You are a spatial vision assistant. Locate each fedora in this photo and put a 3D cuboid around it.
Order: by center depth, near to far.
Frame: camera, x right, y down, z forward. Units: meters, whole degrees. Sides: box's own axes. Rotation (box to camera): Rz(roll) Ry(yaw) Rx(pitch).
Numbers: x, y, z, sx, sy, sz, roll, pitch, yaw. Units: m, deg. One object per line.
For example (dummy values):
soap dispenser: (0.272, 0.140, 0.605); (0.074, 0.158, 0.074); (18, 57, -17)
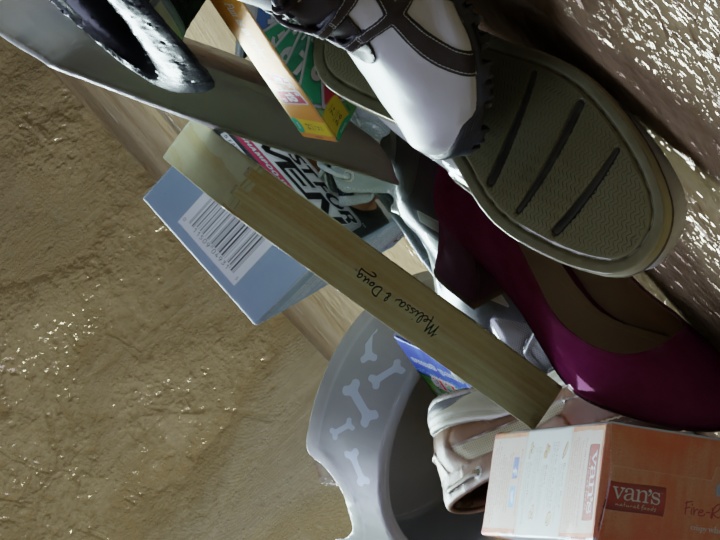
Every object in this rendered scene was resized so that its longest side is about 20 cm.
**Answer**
fedora: (-0.115, -0.172, 1.120); (0.200, 0.092, 0.201); (41, 172, 7)

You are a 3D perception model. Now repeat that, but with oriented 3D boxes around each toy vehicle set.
toy vehicle set: (0.000, 0.000, 1.266); (0.200, 0.027, 0.124); (36, -179, -21)

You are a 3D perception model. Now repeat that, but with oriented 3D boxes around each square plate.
square plate: (-0.095, -0.104, 1.337); (0.197, 0.029, 0.200); (17, -172, -25)

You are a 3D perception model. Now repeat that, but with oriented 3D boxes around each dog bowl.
dog bowl: (0.054, 0.102, 1.668); (0.059, 0.200, 0.200); (19, 156, 40)

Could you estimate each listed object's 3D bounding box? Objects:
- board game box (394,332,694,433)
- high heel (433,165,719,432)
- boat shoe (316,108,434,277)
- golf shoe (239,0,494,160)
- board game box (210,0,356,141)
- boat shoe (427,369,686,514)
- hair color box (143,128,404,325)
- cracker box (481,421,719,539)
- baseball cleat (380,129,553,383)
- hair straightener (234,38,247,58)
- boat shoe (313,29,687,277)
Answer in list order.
board game box: (0.139, 0.112, 1.568); (0.200, 0.041, 0.200); (23, 158, 42)
high heel: (0.113, 0.002, 1.244); (0.200, 0.067, 0.096); (28, 132, 28)
boat shoe: (0.015, -0.060, 1.431); (0.201, 0.071, 0.070); (49, 174, -6)
golf shoe: (-0.014, -0.117, 0.996); (0.078, 0.094, 0.201); (29, 149, 53)
board game box: (-0.037, -0.153, 1.098); (0.030, 0.096, 0.200); (10, 151, 36)
boat shoe: (0.114, 0.094, 1.357); (0.075, 0.072, 0.200); (13, 161, -35)
hair color box: (-0.033, -0.045, 1.490); (0.099, 0.061, 0.200); (48, -154, 6)
cracker box: (0.147, 0.110, 1.197); (0.133, 0.058, 0.200); (10, 173, -10)
baseball cleat: (0.075, -0.019, 1.357); (0.106, 0.070, 0.201); (5, 135, 26)
hair straightener: (-0.071, -0.167, 1.524); (0.077, 0.041, 0.200); (47, 174, 13)
boat shoe: (0.069, -0.060, 1.082); (0.200, 0.075, 0.068); (40, -166, 35)
